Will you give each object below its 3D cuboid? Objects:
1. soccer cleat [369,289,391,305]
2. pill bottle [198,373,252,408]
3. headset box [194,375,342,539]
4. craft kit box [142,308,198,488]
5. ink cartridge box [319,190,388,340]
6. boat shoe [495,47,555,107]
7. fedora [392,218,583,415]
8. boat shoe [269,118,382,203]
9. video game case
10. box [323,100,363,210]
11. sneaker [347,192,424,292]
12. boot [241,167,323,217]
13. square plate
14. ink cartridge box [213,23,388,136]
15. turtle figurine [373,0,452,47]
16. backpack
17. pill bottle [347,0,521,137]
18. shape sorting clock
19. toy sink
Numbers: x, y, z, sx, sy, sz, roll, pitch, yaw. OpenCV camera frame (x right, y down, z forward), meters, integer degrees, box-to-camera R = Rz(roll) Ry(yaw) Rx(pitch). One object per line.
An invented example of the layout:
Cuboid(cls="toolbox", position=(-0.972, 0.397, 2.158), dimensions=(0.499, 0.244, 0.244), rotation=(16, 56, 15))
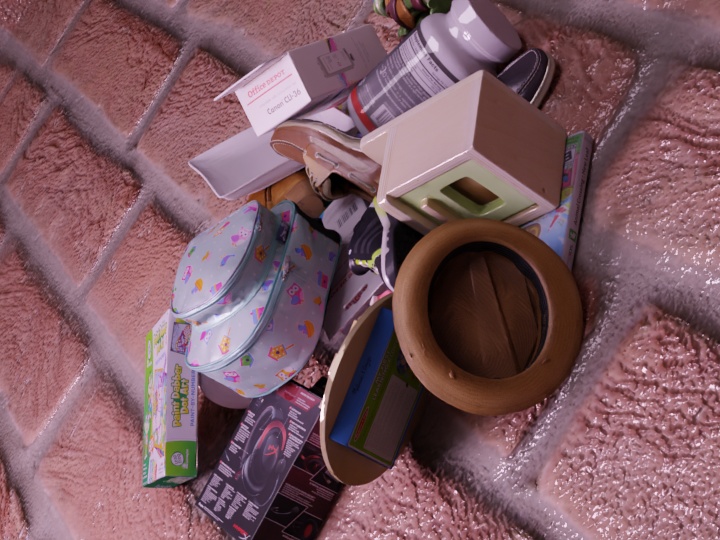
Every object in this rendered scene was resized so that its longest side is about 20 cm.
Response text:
Cuboid(cls="soccer cleat", position=(0.036, 0.119, 1.570), dimensions=(0.067, 0.076, 0.201), rotation=(-168, 87, -76))
Cuboid(cls="pill bottle", position=(-0.157, 0.068, 1.844), dimensions=(0.112, 0.112, 0.200), rotation=(-45, 33, 21))
Cuboid(cls="headset box", position=(-0.082, 0.209, 1.648), dimensions=(0.148, 0.075, 0.201), rotation=(20, 80, 59))
Cuboid(cls="craft kit box", position=(-0.233, 0.161, 1.814), dimensions=(0.200, 0.048, 0.199), rotation=(142, 132, -70))
Cuboid(cls="ink cartridge box", position=(0.000, 0.000, 1.719), dimensions=(0.116, 0.068, 0.200), rotation=(-48, 32, 18))
Cuboid(cls="boat shoe", position=(0.137, -0.178, 1.680), dimensions=(0.200, 0.065, 0.072), rotation=(-46, 32, 20))
Cuboid(cls="fedora", position=(0.120, 0.051, 1.449), dimensions=(0.082, 0.199, 0.202), rotation=(105, -177, -69))
Cuboid(cls="boat shoe", position=(-0.030, -0.122, 1.727), dimensions=(0.199, 0.076, 0.074), rotation=(18, 75, 37))
Cuboid(cls="video game case", position=(0.156, -0.043, 1.576), dimensions=(0.199, 0.022, 0.183), rotation=(-19, 49, 47))
Cuboid(cls="box", position=(-0.019, -0.142, 1.893), dimensions=(0.201, 0.048, 0.117), rotation=(-62, 30, -2))
Cuboid(cls="sneaker", position=(0.028, -0.013, 1.579), dimensions=(0.083, 0.072, 0.200), rotation=(-43, 21, 19))
Cuboid(cls="boot", position=(-0.133, -0.060, 1.855), dimensions=(0.201, 0.071, 0.144), rotation=(-33, 24, 3))
Cuboid(cls="square plate", position=(-0.110, -0.154, 1.891), dimensions=(0.199, 0.029, 0.198), rotation=(-29, 24, -8))
Cuboid(cls="ink cartridge box", position=(-0.069, -0.227, 1.801), dimensions=(0.200, 0.068, 0.116), rotation=(-27, -1, -43))
Cuboid(cls="turtle figurine", position=(0.039, -0.309, 1.860), dimensions=(0.194, 0.199, 0.145), rotation=(21, 110, 53))
Cuboid(cls="backpack", position=(-0.121, 0.034, 1.660), dimensions=(0.175, 0.153, 0.201), rotation=(-26, 48, 40))
Cuboid(cls="pill bottle", position=(0.088, -0.229, 1.747), dimensions=(0.200, 0.116, 0.116), rotation=(-42, 34, 24))
Cuboid(cls="shape sorting clock", position=(0.018, 0.117, 1.478), dimensions=(0.039, 0.200, 0.201), rotation=(18, 77, 27))
Cuboid(cls="toy sink", position=(0.099, -0.100, 1.565), dimensions=(0.199, 0.130, 0.113), rotation=(-24, 45, 44))
